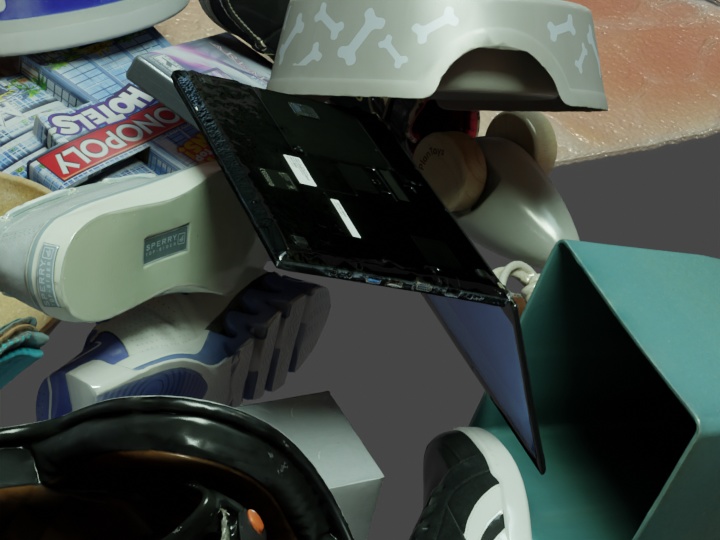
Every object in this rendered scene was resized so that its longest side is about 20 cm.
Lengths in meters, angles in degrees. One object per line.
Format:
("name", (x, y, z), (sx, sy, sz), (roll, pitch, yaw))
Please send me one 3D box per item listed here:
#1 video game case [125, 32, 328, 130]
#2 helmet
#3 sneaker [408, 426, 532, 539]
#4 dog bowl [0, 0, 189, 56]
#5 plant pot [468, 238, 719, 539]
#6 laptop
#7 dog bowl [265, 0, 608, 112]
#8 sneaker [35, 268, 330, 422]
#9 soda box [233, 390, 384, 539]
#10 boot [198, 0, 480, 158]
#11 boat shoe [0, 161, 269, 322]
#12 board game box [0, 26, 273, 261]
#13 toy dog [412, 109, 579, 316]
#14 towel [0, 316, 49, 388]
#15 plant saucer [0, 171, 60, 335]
("video game case", (-0.056, -0.096, 1.020), (0.142, 0.019, 0.200), (35, 17, 1))
("helmet", (-0.106, 0.152, 0.627), (0.189, 0.201, 0.201), (-15, 30, 23))
("sneaker", (0.024, 0.148, 0.779), (0.111, 0.074, 0.201), (6, 39, -15))
("dog bowl", (-0.214, -0.203, 1.072), (0.197, 0.080, 0.200), (-5, 21, 2))
("plant pot", (0.191, 0.083, 0.880), (0.198, 0.142, 0.142), (1, 39, -30))
("laptop", (0.000, 0.000, 0.832), (0.198, 0.104, 0.178), (10, 29, -31))
("dog bowl", (0.044, -0.123, 0.937), (0.197, 0.059, 0.200), (2, 3, 0))
("sneaker", (-0.116, 0.036, 0.877), (0.114, 0.081, 0.199), (29, 32, 23))
("soda box", (-0.092, 0.116, 0.784), (0.198, 0.064, 0.068), (-8, 40, -28))
("boot", (-0.010, -0.142, 1.077), (0.150, 0.073, 0.200), (38, 2, 27))
("boat shoe", (-0.112, -0.022, 0.818), (0.071, 0.071, 0.200), (13, 15, 27))
("board game box", (-0.141, -0.063, 0.997), (0.199, 0.062, 0.199), (34, 40, 23))
("toy dog", (0.097, -0.006, 1.011), (0.131, 0.097, 0.202), (5, 51, -26))
("towel", (-0.203, 0.088, 0.650), (0.022, 0.147, 0.200), (44, 10, -1))
("plant saucer", (-0.238, 0.014, 0.856), (0.198, 0.036, 0.201), (-1, 37, 1))
